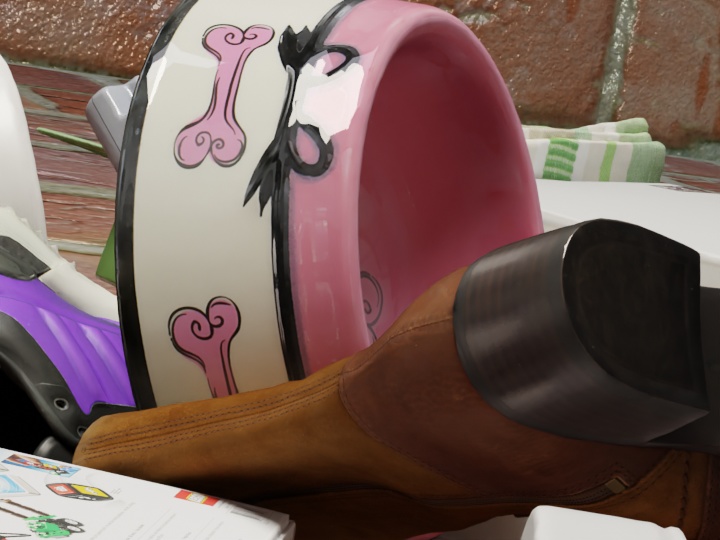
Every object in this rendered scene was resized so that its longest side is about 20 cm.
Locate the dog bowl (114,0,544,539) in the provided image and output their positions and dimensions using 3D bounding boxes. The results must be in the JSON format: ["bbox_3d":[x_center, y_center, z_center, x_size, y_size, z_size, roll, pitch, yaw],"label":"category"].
[{"bbox_3d":[0.000,0.000,0.822,0.073,0.202,0.200,-4,1,25],"label":"dog bowl"}]

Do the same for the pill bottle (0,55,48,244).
[{"bbox_3d":[-0.219,-0.012,0.919,0.199,0.112,0.111,-11,13,-14],"label":"pill bottle"}]

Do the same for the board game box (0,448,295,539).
[{"bbox_3d":[-0.093,0.079,0.587,0.125,0.035,0.200,12,8,7],"label":"board game box"}]

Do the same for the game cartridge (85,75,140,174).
[{"bbox_3d":[-0.017,-0.028,1.094,0.199,0.040,0.134,-9,60,-49],"label":"game cartridge"}]

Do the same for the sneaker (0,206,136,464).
[{"bbox_3d":[-0.091,0.056,0.867,0.199,0.070,0.100,28,39,-26],"label":"sneaker"}]

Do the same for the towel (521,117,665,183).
[{"bbox_3d":[0.052,0.009,1.040,0.023,0.154,0.199,20,13,37],"label":"towel"}]

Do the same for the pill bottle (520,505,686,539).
[{"bbox_3d":[0.125,0.112,0.528,0.198,0.115,0.114,10,8,1],"label":"pill bottle"}]

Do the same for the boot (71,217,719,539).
[{"bbox_3d":[0.048,0.063,0.690,0.187,0.069,0.199,17,-28,-37],"label":"boot"}]

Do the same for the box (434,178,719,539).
[{"bbox_3d":[0.128,0.045,0.959,0.199,0.132,0.198,16,10,39],"label":"box"}]

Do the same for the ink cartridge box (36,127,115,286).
[{"bbox_3d":[-0.054,0.000,1.154,0.199,0.060,0.104,22,-1,-31],"label":"ink cartridge box"}]
